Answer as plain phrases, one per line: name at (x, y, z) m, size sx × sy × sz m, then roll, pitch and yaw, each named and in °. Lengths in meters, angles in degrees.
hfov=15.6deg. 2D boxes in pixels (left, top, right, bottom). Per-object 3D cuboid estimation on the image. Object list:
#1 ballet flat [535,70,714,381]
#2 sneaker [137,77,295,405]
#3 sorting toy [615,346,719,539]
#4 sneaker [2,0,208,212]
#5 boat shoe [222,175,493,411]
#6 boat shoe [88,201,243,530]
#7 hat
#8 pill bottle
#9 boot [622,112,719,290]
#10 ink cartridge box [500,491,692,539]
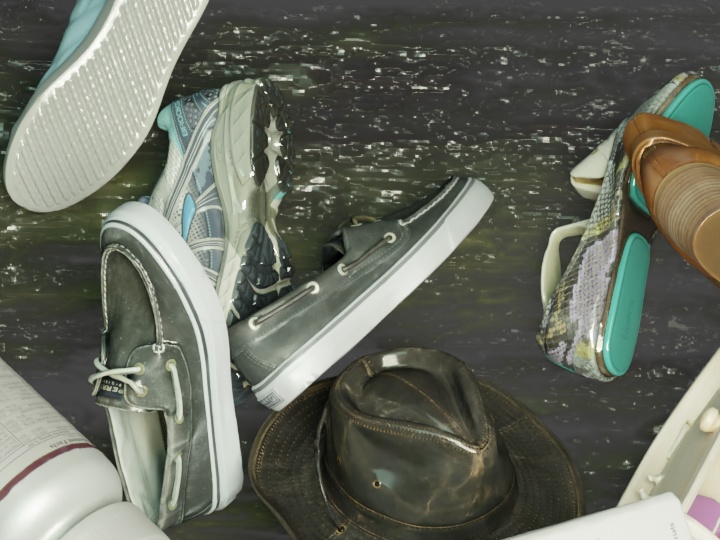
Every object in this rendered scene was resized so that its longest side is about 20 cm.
ballet flat at (0.149, -0.032, 1.567) m, size 0.072 × 0.072 × 0.200 m, roll 18°, pitch 74°, yaw 9°
sneaker at (-0.090, -0.014, 1.581) m, size 0.086 × 0.078 × 0.200 m, roll -3°, pitch 73°, yaw 25°
sorting toy at (0.240, 0.153, 1.471) m, size 0.180 × 0.107 × 0.200 m, roll 36°, pitch 40°, yaw 2°
sneaker at (-0.156, -0.128, 1.621) m, size 0.074 × 0.082 × 0.200 m, roll 34°, pitch 95°, yaw -22°
boat shoe at (0.000, 0.000, 1.537) m, size 0.057 × 0.069 × 0.200 m, roll 48°, pitch 62°, yaw -3°
boat shoe at (-0.117, 0.061, 1.494) m, size 0.072 × 0.200 × 0.071 m, roll 10°, pitch 33°, yaw 44°
hat at (0.037, 0.096, 1.480) m, size 0.200 × 0.081 × 0.201 m, roll 4°, pitch 40°, yaw -4°
pill bottle at (-0.207, 0.124, 1.504) m, size 0.200 × 0.110 × 0.110 m, roll 40°, pitch 80°, yaw 22°
boot at (0.229, -0.004, 1.492) m, size 0.200 × 0.155 × 0.077 m, roll 34°, pitch 103°, yaw -23°
ink cartridge box at (0.058, 0.185, 1.338) m, size 0.200 × 0.145 × 0.083 m, roll -14°, pitch 81°, yaw -21°
